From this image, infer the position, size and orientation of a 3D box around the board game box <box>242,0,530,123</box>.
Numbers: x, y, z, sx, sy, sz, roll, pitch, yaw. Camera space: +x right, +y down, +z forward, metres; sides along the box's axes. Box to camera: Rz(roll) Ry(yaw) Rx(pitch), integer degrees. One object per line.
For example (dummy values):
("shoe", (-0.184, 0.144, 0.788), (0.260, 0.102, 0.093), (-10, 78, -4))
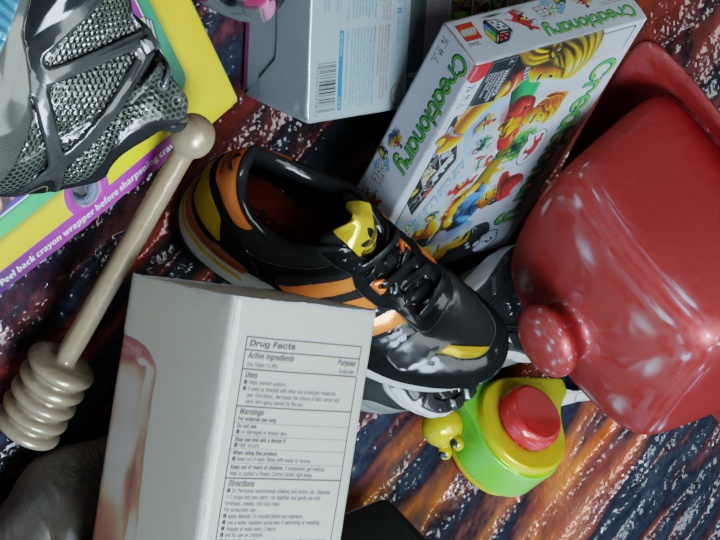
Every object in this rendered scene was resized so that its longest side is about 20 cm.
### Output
("board game box", (0.034, -0.171, 1.258), (0.200, 0.064, 0.148), (-11, 114, -37))

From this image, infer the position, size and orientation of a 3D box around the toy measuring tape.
("toy measuring tape", (0.119, 0.105, 1.427), (0.200, 0.074, 0.074), (3, 104, -40))

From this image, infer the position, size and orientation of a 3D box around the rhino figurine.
("rhino figurine", (-0.152, 0.141, 1.190), (0.200, 0.060, 0.087), (-42, 85, -10))

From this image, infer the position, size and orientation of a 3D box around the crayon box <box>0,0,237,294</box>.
("crayon box", (-0.177, -0.098, 1.105), (0.200, 0.058, 0.173), (-41, 127, -22))

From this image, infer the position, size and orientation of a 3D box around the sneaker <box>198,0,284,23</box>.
("sneaker", (-0.071, -0.220, 1.148), (0.095, 0.079, 0.200), (-48, 133, -32))

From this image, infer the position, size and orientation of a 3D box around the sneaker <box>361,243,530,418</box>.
("sneaker", (0.056, 0.034, 1.357), (0.200, 0.079, 0.074), (-23, 100, -51))

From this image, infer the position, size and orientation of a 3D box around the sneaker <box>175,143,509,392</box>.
("sneaker", (0.000, 0.000, 1.215), (0.200, 0.090, 0.070), (30, 65, -10))

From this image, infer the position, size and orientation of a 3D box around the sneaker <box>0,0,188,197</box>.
("sneaker", (-0.126, -0.127, 1.049), (0.114, 0.076, 0.200), (6, 105, -43))

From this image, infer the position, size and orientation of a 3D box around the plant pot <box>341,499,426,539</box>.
("plant pot", (-0.008, 0.282, 1.301), (0.199, 0.177, 0.201), (-17, 124, -36))

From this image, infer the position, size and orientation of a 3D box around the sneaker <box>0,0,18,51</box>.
("sneaker", (-0.194, -0.160, 1.000), (0.076, 0.081, 0.201), (-1, 76, -20))

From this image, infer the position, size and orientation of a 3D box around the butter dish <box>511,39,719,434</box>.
("butter dish", (0.152, 0.011, 1.282), (0.148, 0.200, 0.200), (-30, 163, -27))

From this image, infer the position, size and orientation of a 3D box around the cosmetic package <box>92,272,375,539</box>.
("cosmetic package", (-0.068, 0.108, 1.143), (0.103, 0.087, 0.201), (9, 92, -45))

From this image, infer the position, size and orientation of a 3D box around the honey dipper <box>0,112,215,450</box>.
("honey dipper", (-0.128, 0.003, 1.155), (0.038, 0.038, 0.200), (9, 120, -42))

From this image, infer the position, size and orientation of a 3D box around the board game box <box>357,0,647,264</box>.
("board game box", (0.065, -0.072, 1.271), (0.126, 0.035, 0.200), (-19, 152, -35))
